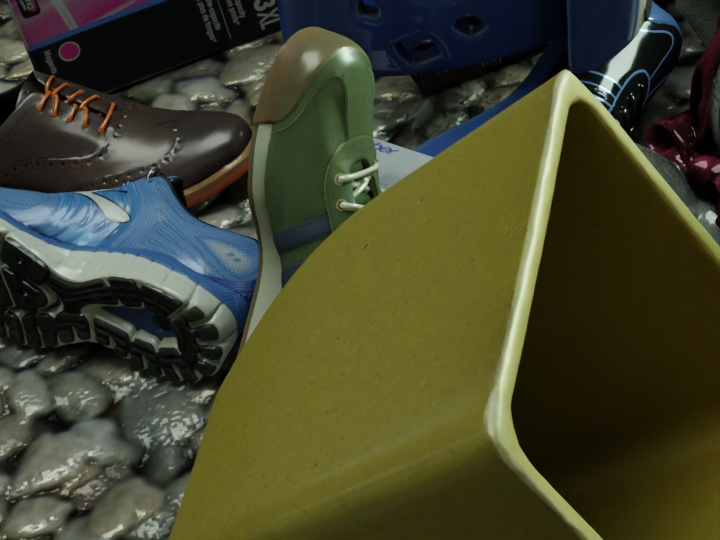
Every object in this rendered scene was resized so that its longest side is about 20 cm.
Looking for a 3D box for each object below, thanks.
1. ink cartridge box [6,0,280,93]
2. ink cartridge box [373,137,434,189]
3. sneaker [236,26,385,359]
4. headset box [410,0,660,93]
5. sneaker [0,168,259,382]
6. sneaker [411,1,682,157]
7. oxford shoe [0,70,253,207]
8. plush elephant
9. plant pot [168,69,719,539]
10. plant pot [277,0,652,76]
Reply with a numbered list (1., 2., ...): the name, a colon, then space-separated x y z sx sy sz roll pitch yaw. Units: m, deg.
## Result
1. ink cartridge box: -0.103 -0.170 1.327 0.200 0.095 0.037 -23 37 -6
2. ink cartridge box: 0.053 0.007 1.031 0.200 0.094 0.044 21 36 40
3. sneaker: 0.000 0.000 0.997 0.090 0.200 0.067 24 30 32
4. headset box: 0.077 -0.189 1.291 0.200 0.075 0.149 -21 38 -4
5. sneaker: -0.130 -0.006 1.159 0.200 0.079 0.089 18 42 28
6. sneaker: 0.104 -0.060 1.132 0.200 0.070 0.078 -39 55 -25
7. oxford shoe: -0.152 -0.069 1.237 0.200 0.073 0.071 -5 38 17
8. plush elephant: 0.162 -0.048 1.023 0.155 0.200 0.165 -41 35 9
9. plant pot: 0.041 0.086 0.867 0.200 0.196 0.194 -25 31 32
10. plant pot: 0.065 -0.218 1.123 0.180 0.200 0.200 8 45 16
